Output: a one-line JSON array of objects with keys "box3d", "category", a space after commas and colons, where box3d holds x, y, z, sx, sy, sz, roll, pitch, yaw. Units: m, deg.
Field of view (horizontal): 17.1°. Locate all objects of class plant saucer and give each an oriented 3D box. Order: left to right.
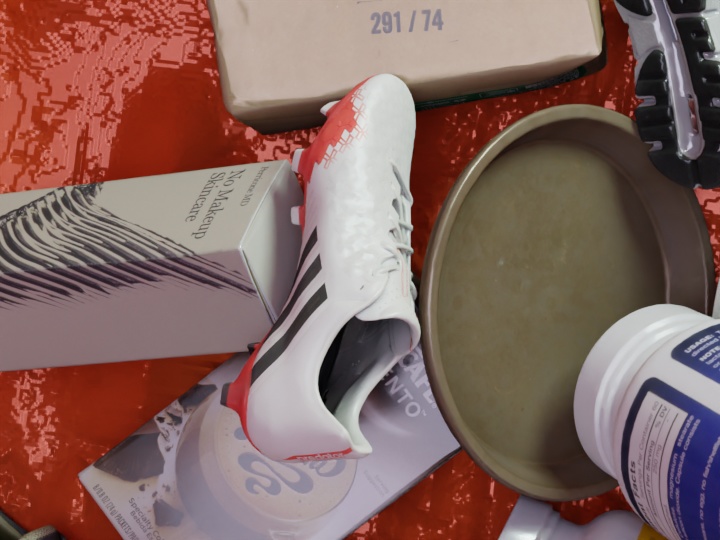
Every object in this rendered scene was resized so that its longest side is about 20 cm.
[{"box3d": [0.102, 0.016, 1.213, 0.029, 0.200, 0.200, 5, 93, 52], "category": "plant saucer"}]

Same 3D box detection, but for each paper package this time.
[{"box3d": [0.016, -0.177, 1.240, 0.200, 0.103, 0.191, -9, 91, 8], "category": "paper package"}]

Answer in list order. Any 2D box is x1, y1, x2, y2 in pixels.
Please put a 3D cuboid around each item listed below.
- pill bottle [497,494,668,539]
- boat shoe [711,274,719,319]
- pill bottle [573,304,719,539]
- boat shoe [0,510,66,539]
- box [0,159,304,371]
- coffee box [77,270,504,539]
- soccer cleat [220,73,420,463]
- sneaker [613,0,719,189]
[{"box3d": [0.157, 0.189, 1.227, 0.200, 0.104, 0.104, 25, 95, 6], "category": "pill bottle"}, {"box3d": [0.239, -0.052, 1.226, 0.060, 0.072, 0.202, 24, 91, 12], "category": "boat shoe"}, {"box3d": [0.191, 0.088, 1.132, 0.116, 0.200, 0.116, -9, 110, -25], "category": "pill bottle"}, {"box3d": [-0.185, 0.165, 1.292, 0.201, 0.072, 0.066, 33, 100, 11], "category": "boat shoe"}, {"box3d": [-0.124, 0.000, 1.239, 0.200, 0.082, 0.068, -7, 125, 25], "category": "box"}, {"box3d": [-0.032, 0.089, 1.264, 0.200, 0.080, 0.113, -38, 85, 7], "category": "coffee box"}, {"box3d": [0.000, 0.000, 1.155, 0.085, 0.069, 0.200, 7, 71, 40], "category": "soccer cleat"}, {"box3d": [0.177, -0.147, 1.226, 0.078, 0.090, 0.200, 4, 105, 39], "category": "sneaker"}]
